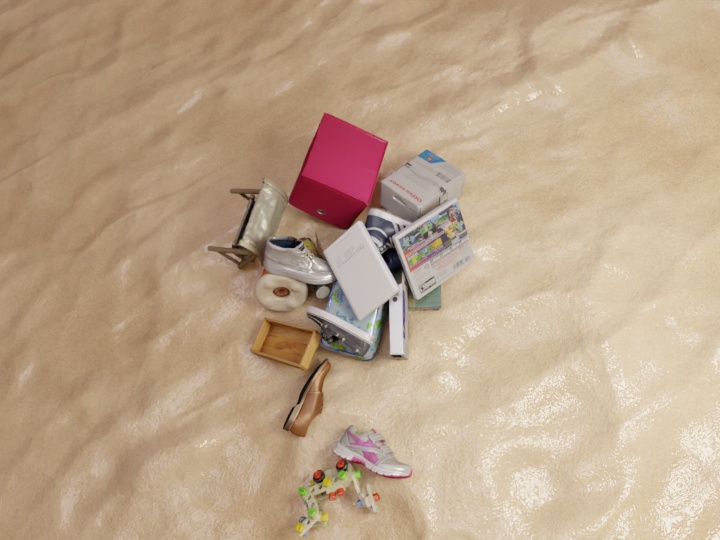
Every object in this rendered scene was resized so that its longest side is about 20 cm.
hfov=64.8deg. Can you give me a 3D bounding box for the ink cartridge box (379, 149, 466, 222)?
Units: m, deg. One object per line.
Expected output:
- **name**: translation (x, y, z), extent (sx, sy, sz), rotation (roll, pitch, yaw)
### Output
- **ink cartridge box**: translation (0.166, -0.222, 1.531), extent (0.146, 0.087, 0.199), rotation (37, 58, 26)

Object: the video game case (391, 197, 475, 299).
- **video game case**: translation (0.187, -0.055, 1.422), extent (0.198, 0.185, 0.023), rotation (-32, 28, -16)

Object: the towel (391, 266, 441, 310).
- **towel**: translation (0.118, 0.036, 1.500), extent (0.195, 0.022, 0.150), rotation (-3, 64, 15)

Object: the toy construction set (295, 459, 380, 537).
- **toy construction set**: translation (-0.057, 0.514, 1.285), extent (0.196, 0.093, 0.132), rotation (-14, 38, -1)

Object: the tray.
- **tray**: translation (-0.194, 0.188, 1.465), extent (0.197, 0.037, 0.100), rotation (7, 67, 41)

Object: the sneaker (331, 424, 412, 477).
- **sneaker**: translation (0.033, 0.417, 1.313), extent (0.196, 0.082, 0.090), rotation (18, 73, 20)

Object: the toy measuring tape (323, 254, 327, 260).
- **toy measuring tape**: translation (-0.014, -0.060, 1.528), extent (0.073, 0.075, 0.199), rotation (32, 49, 24)

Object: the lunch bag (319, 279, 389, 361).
- **lunch bag**: translation (-0.015, 0.118, 1.449), extent (0.158, 0.082, 0.204), rotation (9, 75, 24)

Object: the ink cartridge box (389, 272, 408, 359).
- **ink cartridge box**: translation (0.096, 0.115, 1.409), extent (0.038, 0.100, 0.205), rotation (-2, 74, 13)

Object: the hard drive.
- **hard drive**: translation (0.000, 0.000, 1.395), extent (0.131, 0.025, 0.202), rotation (-38, 68, 23)

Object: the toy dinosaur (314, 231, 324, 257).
- **toy dinosaur**: translation (-0.070, -0.022, 1.564), extent (0.197, 0.061, 0.107), rotation (24, 49, 19)

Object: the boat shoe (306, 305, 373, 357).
- **boat shoe**: translation (-0.060, 0.151, 1.380), extent (0.197, 0.070, 0.067), rotation (24, 82, 23)

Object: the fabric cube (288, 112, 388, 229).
- **fabric cube**: translation (-0.063, -0.262, 1.542), extent (0.193, 0.199, 0.204), rotation (23, 70, -11)

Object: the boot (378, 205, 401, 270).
- **boot**: translation (0.072, -0.092, 1.524), extent (0.089, 0.073, 0.201), rotation (-23, 54, -14)

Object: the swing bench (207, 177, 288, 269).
- **swing bench**: translation (-0.298, -0.125, 1.573), extent (0.198, 0.129, 0.203), rotation (-4, 61, 48)

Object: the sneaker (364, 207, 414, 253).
- **sneaker**: translation (0.097, -0.074, 1.441), extent (0.196, 0.070, 0.111), rotation (21, 77, -3)

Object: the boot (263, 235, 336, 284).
- **boot**: translation (-0.147, -0.030, 1.431), extent (0.195, 0.097, 0.074), rotation (8, 42, -6)

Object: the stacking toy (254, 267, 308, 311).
- **stacking toy**: translation (-0.216, -0.002, 1.564), extent (0.143, 0.148, 0.203), rotation (-13, 44, 8)

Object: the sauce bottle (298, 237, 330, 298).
- **sauce bottle**: translation (-0.128, -0.007, 1.531), extent (0.064, 0.065, 0.202), rotation (-28, 48, 0)

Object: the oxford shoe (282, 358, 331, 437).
- **oxford shoe**: translation (-0.117, 0.317, 1.417), extent (0.070, 0.071, 0.203), rotation (29, 74, -5)
